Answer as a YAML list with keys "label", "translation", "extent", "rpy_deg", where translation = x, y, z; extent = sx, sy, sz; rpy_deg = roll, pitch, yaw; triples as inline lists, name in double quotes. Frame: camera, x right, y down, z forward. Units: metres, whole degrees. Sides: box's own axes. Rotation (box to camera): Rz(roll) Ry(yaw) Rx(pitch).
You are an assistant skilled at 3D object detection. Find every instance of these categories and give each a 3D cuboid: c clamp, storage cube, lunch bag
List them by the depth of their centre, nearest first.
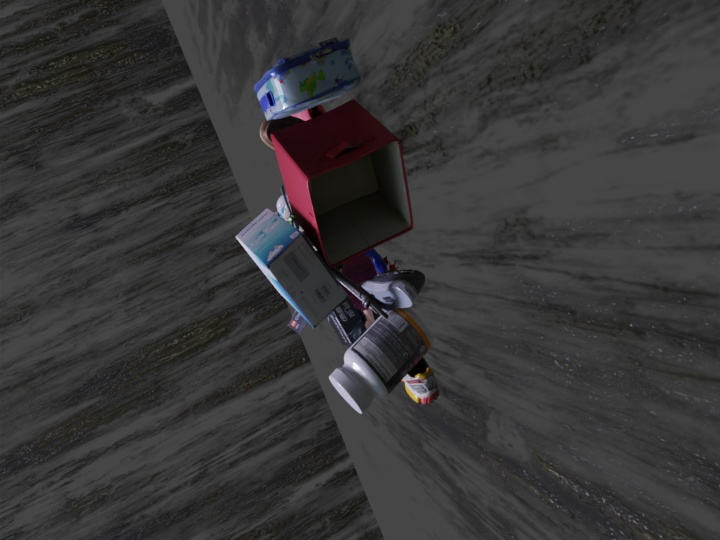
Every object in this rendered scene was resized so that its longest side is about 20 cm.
- label: "lunch bag"
  translation: [-0.094, -0.314, 1.126]
  extent: [0.084, 0.157, 0.200]
  rpy_deg: [67, 167, -12]
- label: "storage cube"
  translation: [-0.032, -0.149, 1.137]
  extent: [0.180, 0.167, 0.204]
  rpy_deg: [51, 161, 46]
- label: "c clamp"
  translation: [-0.029, 0.020, 1.234]
  extent: [0.199, 0.027, 0.171]
  rpy_deg: [40, 175, 13]

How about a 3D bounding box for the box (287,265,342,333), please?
- label: "box"
  translation: [-0.096, 0.038, 1.576]
  extent: [0.037, 0.203, 0.137]
  rpy_deg: [31, -169, -4]

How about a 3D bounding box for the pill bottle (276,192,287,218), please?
- label: "pill bottle"
  translation: [-0.159, -0.126, 1.806]
  extent: [0.201, 0.108, 0.112]
  rpy_deg: [55, 163, 40]

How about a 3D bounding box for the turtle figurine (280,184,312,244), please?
- label: "turtle figurine"
  translation: [-0.118, -0.133, 1.471]
  extent: [0.203, 0.140, 0.196]
  rpy_deg: [63, -158, -25]

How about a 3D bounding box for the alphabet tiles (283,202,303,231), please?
- label: "alphabet tiles"
  translation: [-0.137, -0.066, 1.631]
  extent: [0.015, 0.194, 0.200]
  rpy_deg: [-92, 14, -57]

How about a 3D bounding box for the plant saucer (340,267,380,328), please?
- label: "plant saucer"
  translation: [0.009, 0.075, 1.645]
  extent: [0.203, 0.036, 0.202]
  rpy_deg: [60, 165, 28]

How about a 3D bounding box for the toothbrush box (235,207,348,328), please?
- label: "toothbrush box"
  translation: [-0.124, -0.009, 1.178]
  extent: [0.148, 0.085, 0.199]
  rpy_deg: [54, 169, -28]

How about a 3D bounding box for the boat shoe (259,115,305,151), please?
- label: "boat shoe"
  translation: [-0.091, -0.236, 1.251]
  extent: [0.067, 0.196, 0.074]
  rpy_deg: [26, 98, 59]

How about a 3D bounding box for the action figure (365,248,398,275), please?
- label: "action figure"
  translation: [0.046, -0.003, 1.345]
  extent: [0.204, 0.051, 0.065]
  rpy_deg: [66, 173, -18]

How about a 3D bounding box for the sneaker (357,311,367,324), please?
- label: "sneaker"
  translation: [-0.024, 0.081, 1.576]
  extent: [0.116, 0.080, 0.200]
  rpy_deg: [52, 160, 4]

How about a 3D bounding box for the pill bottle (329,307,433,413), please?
- label: "pill bottle"
  translation: [0.039, 0.168, 1.292]
  extent: [0.116, 0.200, 0.117]
  rpy_deg: [42, 165, 14]

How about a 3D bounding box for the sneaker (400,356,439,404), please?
- label: "sneaker"
  translation: [0.100, 0.194, 1.435]
  extent: [0.199, 0.077, 0.084]
  rpy_deg: [36, 145, 48]

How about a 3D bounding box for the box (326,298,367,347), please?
- label: "box"
  translation: [-0.058, 0.063, 1.409]
  extent: [0.203, 0.043, 0.160]
  rpy_deg: [60, 169, -3]

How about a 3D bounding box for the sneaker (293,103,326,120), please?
- label: "sneaker"
  translation: [-0.103, -0.324, 1.382]
  extent: [0.201, 0.072, 0.088]
  rpy_deg: [53, 149, 32]

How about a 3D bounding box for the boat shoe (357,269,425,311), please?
- label: "boat shoe"
  translation: [0.058, 0.028, 1.265]
  extent: [0.070, 0.067, 0.199]
  rpy_deg: [46, 159, -12]

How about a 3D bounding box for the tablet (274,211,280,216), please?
- label: "tablet"
  translation: [-0.156, -0.018, 1.460]
  extent: [0.202, 0.013, 0.133]
  rpy_deg: [80, 178, -55]

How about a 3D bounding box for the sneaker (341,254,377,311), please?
- label: "sneaker"
  translation: [0.000, 0.000, 1.440]
  extent: [0.089, 0.079, 0.205]
  rpy_deg: [67, -166, -57]
